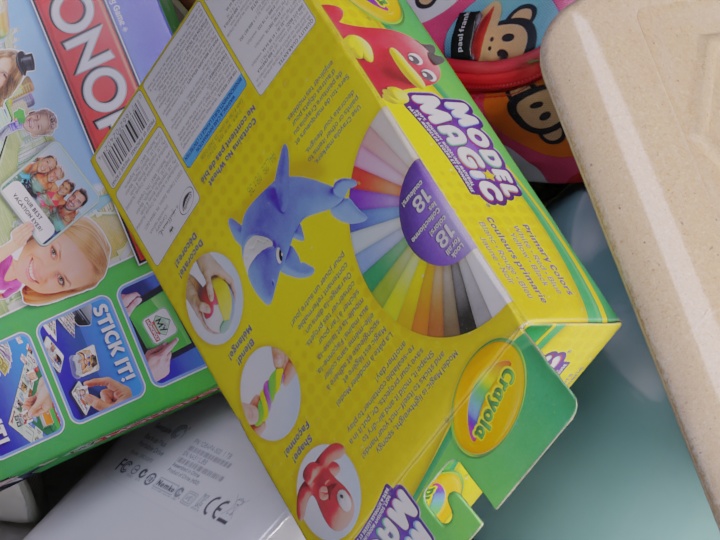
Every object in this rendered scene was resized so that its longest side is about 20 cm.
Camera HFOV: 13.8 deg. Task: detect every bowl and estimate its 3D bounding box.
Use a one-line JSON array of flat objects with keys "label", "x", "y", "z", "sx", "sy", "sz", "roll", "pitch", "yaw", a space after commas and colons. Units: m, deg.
[{"label": "bowl", "x": 0.129, "y": 0.024, "z": 0.962, "sx": 0.199, "sy": 0.105, "sz": 0.202, "roll": 5, "pitch": 52, "yaw": -7}]

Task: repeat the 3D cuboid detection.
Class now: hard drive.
[{"label": "hard drive", "x": -0.083, "y": 0.111, "z": 1.003, "sx": 0.200, "sy": 0.025, "sz": 0.132, "roll": -47, "pitch": 26, "yaw": -14}]

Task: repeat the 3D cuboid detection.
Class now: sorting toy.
[{"label": "sorting toy", "x": 0.167, "y": -0.007, "z": 0.899, "sx": 0.199, "sy": 0.037, "sz": 0.186, "roll": -10, "pitch": 67, "yaw": -25}]

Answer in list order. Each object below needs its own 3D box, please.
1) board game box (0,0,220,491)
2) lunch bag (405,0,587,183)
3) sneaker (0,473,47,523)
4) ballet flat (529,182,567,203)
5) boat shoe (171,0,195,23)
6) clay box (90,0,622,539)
[{"label": "board game box", "x": -0.115, "y": -0.038, "z": 1.028, "sx": 0.134, "sy": 0.029, "sz": 0.201, "roll": -24, "pitch": 82, "yaw": 8}, {"label": "lunch bag", "x": 0.061, "y": -0.125, "z": 1.000, "sx": 0.176, "sy": 0.082, "sz": 0.201, "roll": 7, "pitch": 59, "yaw": 48}, {"label": "sneaker", "x": -0.102, "y": -0.002, "z": 1.076, "sx": 0.088, "sy": 0.074, "sz": 0.201, "roll": 25, "pitch": 91, "yaw": 9}, {"label": "ballet flat", "x": 0.072, "y": -0.108, "z": 1.085, "sx": 0.070, "sy": 0.071, "sz": 0.201, "roll": 6, "pitch": 56, "yaw": 16}, {"label": "boat shoe", "x": -0.034, "y": -0.084, "z": 1.117, "sx": 0.068, "sy": 0.072, "sz": 0.200, "roll": -42, "pitch": 71, "yaw": -16}, {"label": "clay box", "x": 0.000, "y": 0.000, "z": 0.912, "sx": 0.115, "sy": 0.047, "sz": 0.201, "roll": -52, "pitch": 56, "yaw": 33}]
